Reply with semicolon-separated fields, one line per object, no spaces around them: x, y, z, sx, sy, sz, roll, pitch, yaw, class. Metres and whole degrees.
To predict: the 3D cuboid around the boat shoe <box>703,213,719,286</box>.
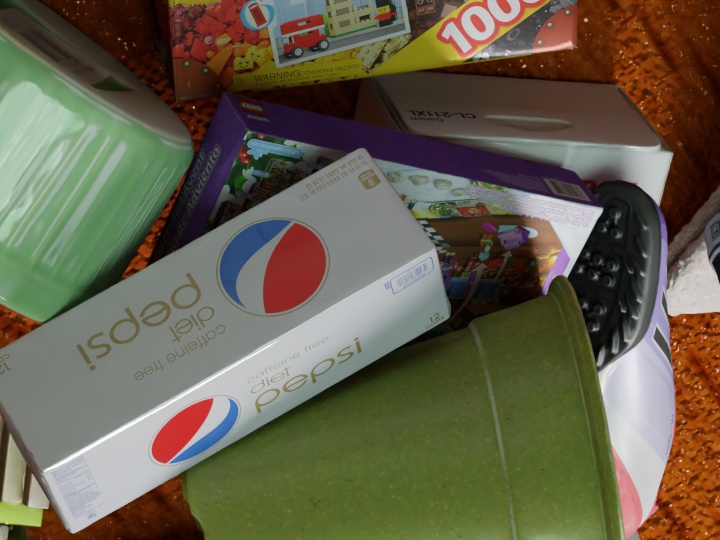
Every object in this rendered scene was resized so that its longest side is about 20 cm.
0.248;0.029;1.547;0.073;0.068;0.199;-22;148;27;boat shoe

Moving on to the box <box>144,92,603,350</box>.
0.000;0.000;1.425;0.200;0.039;0.137;12;117;-30;box

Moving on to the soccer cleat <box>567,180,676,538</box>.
0.128;0.046;1.502;0.073;0.068;0.201;-17;120;-44;soccer cleat

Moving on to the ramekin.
-0.171;-0.070;1.361;0.200;0.200;0.098;33;98;-29;ramekin

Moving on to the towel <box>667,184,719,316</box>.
0.241;-0.029;1.547;0.132;0.035;0.200;2;149;-19;towel

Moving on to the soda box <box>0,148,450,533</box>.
-0.063;0.030;1.329;0.200;0.068;0.064;-29;150;-10;soda box

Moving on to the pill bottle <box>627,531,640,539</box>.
0.064;0.170;1.569;0.200;0.113;0.113;-17;134;-55;pill bottle

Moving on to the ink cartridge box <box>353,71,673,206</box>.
0.060;0.004;1.535;0.145;0.083;0.200;3;118;-19;ink cartridge box

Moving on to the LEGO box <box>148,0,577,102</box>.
-0.002;-0.173;1.418;0.199;0.077;0.149;-9;121;-12;LEGO box

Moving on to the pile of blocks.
-0.207;0.152;1.541;0.062;0.082;0.200;6;117;-20;pile of blocks

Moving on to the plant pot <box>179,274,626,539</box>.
0.015;0.114;1.387;0.189;0.200;0.201;-8;121;-2;plant pot
